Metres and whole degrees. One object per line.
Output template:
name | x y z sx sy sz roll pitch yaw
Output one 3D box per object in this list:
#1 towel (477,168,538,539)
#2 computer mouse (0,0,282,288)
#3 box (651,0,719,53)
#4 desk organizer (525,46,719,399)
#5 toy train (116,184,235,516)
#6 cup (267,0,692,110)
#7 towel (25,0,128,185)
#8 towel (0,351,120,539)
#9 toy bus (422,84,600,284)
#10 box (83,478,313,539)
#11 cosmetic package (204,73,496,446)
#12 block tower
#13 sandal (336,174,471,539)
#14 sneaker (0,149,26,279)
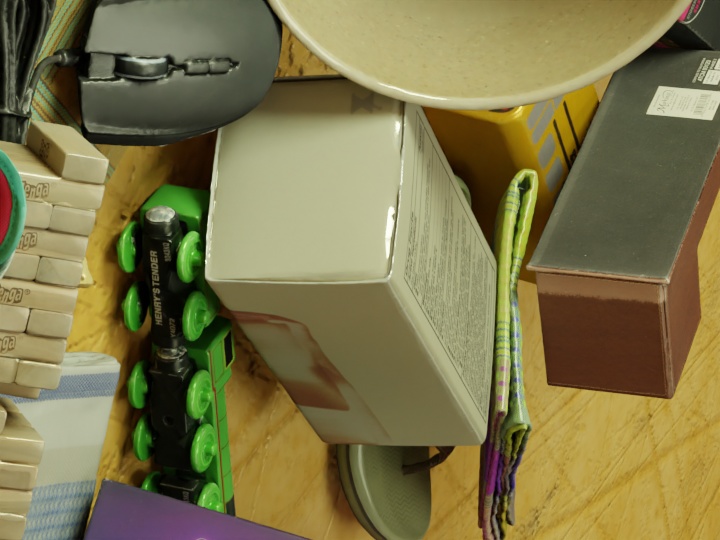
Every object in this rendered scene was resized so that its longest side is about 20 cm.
towel | 0.076 0.048 1.475 0.200 0.023 0.144 91 2 -66
computer mouse | -0.087 -0.058 1.151 0.200 0.046 0.141 -8 111 -60
box | 0.155 -0.188 1.512 0.200 0.106 0.123 25 82 -63
desk organizer | 0.148 -0.028 1.450 0.200 0.071 0.077 -63 152 -48
toy train | -0.078 0.053 1.279 0.056 0.042 0.201 -55 149 -53
cup | 0.048 -0.191 1.203 0.144 0.199 0.201 -94 177 -51
towel | -0.109 -0.118 1.149 0.201 0.022 0.147 -61 149 -19
towel | -0.162 0.129 1.178 0.147 0.024 0.201 -3 109 -64
toy bus | 0.082 -0.078 1.481 0.078 0.065 0.200 -59 150 -23
box | -0.036 0.189 1.226 0.079 0.199 0.142 97 9 -76
cosmetic package | 0.000 0.000 1.299 0.200 0.087 0.104 62 31 -61
block tower | -0.148 0.043 1.067 0.058 0.054 0.201 9 103 -26
sandal | 0.034 0.050 1.465 0.080 0.057 0.202 -18 120 -58
sneaker | -0.156 -0.051 0.977 0.200 0.120 0.084 -60 138 -26
